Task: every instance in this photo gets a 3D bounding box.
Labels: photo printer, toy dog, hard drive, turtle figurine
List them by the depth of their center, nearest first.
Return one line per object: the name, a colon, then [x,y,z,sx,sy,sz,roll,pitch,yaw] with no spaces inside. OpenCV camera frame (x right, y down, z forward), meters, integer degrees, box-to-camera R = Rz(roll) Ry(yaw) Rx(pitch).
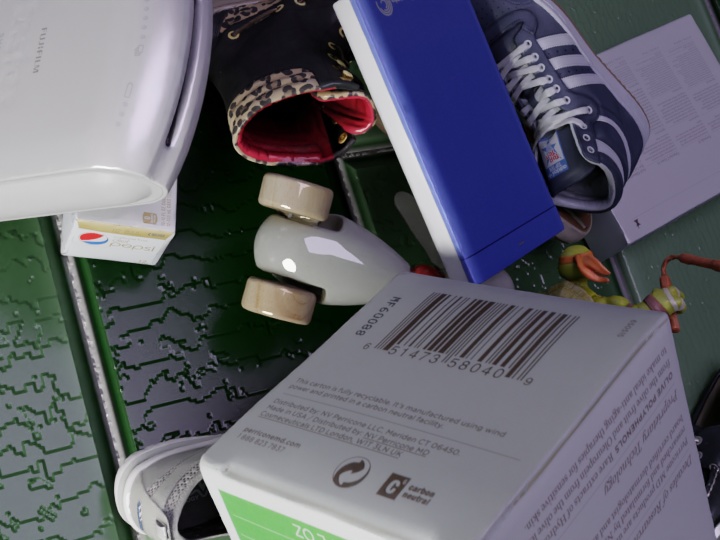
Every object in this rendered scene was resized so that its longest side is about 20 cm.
photo printer: [-0.177,-0.116,0.707,0.069,0.197,0.169,30,62,-54]
hard drive: [0.065,-0.100,0.793,0.131,0.025,0.203,-27,95,-50]
toy dog: [0.000,0.000,0.811,0.199,0.096,0.133,35,87,-20]
turtle figurine: [0.161,0.052,0.824,0.064,0.198,0.164,-5,95,-52]

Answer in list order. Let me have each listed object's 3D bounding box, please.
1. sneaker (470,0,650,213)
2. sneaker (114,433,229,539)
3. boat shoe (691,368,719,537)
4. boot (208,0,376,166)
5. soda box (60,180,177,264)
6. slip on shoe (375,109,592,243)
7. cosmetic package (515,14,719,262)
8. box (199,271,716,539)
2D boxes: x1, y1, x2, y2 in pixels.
sneaker: [0.132,-0.128,0.859,0.199,0.070,0.109,40,48,-14]
sneaker: [-0.049,0.130,0.730,0.197,0.082,0.076,-19,112,-22]
boat shoe: [0.266,0.142,0.890,0.060,0.076,0.200,48,47,-1]
boot: [-0.018,-0.148,0.816,0.197,0.074,0.152,-10,42,-12]
soda box: [-0.161,-0.111,0.792,0.067,0.064,0.203,7,68,-22]
slip on shoe: [0.092,-0.085,0.901,0.199,0.061,0.077,35,42,-12]
cosmetic package: [0.243,-0.116,0.987,0.198,0.052,0.152,-25,81,-30]
box: [0.059,0.132,0.651,0.200,0.197,0.173,-41,124,-34]
